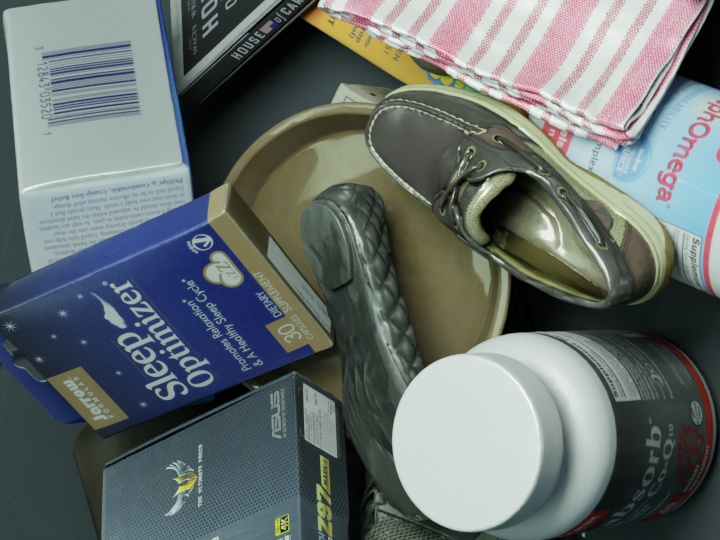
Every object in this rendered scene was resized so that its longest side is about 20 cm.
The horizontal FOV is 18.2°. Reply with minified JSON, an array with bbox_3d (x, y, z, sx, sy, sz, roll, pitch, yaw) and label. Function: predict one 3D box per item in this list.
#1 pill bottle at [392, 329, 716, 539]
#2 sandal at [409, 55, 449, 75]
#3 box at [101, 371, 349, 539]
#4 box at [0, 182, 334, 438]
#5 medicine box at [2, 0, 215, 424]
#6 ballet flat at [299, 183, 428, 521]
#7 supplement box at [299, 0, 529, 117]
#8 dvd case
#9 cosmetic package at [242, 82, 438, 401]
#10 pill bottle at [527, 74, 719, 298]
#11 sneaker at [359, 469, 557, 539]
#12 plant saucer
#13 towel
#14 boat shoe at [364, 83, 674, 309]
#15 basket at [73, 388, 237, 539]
[{"bbox_3d":[0.110,0.092,1.264,0.116,0.200,0.116,0,90,34],"label":"pill bottle"},{"bbox_3d":[0.044,-0.216,1.322,0.080,0.054,0.201,0,89,34],"label":"sandal"},{"bbox_3d":[-0.080,0.177,1.296,0.157,0.051,0.201,-27,48,30],"label":"box"},{"bbox_3d":[-0.130,0.033,1.322,0.199,0.121,0.032,-22,39,22],"label":"box"},{"bbox_3d":[-0.158,-0.040,1.410,0.182,0.103,0.200,-104,8,-47],"label":"medicine box"},{"bbox_3d":[0.017,0.046,1.294,0.066,0.057,0.201,-10,97,45],"label":"ballet flat"},{"bbox_3d":[0.059,-0.140,1.382,0.200,0.069,0.067,33,107,28],"label":"supplement box"},{"bbox_3d":[-0.056,-0.217,1.433,0.200,0.025,0.151,-37,45,37],"label":"dvd case"},{"bbox_3d":[0.004,-0.005,1.404,0.103,0.087,0.200,34,107,25],"label":"cosmetic package"},{"bbox_3d":[0.196,-0.046,1.263,0.200,0.109,0.109,25,103,31],"label":"pill bottle"},{"bbox_3d":[0.011,0.172,1.346,0.114,0.199,0.076,47,152,25],"label":"sneaker"},{"bbox_3d":[0.000,0.000,1.337,0.199,0.029,0.201,2,95,25],"label":"plant saucer"},{"bbox_3d":[0.094,-0.168,1.253,0.200,0.030,0.147,26,76,13],"label":"towel"},{"bbox_3d":[0.079,-0.043,1.241,0.200,0.065,0.073,29,116,25],"label":"boat shoe"},{"bbox_3d":[-0.095,0.178,1.447,0.180,0.136,0.200,-36,67,21],"label":"basket"}]
